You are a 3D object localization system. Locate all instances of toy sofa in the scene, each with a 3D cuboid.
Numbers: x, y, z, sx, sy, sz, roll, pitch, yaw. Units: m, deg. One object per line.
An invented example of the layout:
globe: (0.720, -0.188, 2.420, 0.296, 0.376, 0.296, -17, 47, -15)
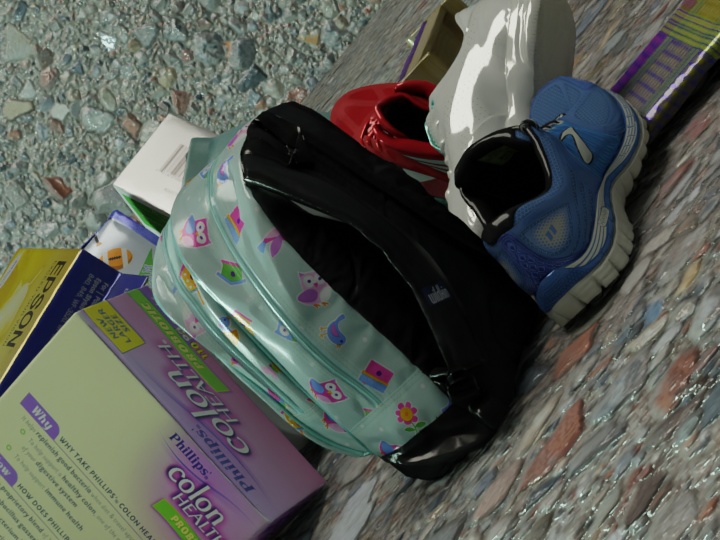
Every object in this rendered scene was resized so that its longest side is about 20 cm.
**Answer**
toy sofa: (0.068, -0.158, 1.766, 0.098, 0.083, 0.200, -45, 10, 23)

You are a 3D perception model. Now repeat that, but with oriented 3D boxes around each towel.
towel: (0.195, -0.127, 1.216, 0.200, 0.023, 0.144, -50, 10, 7)

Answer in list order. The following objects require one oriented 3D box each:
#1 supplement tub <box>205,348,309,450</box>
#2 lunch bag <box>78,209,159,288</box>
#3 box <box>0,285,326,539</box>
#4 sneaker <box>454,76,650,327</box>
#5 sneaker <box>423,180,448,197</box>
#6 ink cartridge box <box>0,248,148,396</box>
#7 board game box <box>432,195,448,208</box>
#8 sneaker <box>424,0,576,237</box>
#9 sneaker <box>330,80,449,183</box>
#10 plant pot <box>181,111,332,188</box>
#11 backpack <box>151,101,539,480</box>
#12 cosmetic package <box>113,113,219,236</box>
supplement tub: (-0.135, 0.132, 1.404, 0.200, 0.140, 0.140, -47, 9, 21)
lunch bag: (-0.172, 0.075, 1.624, 0.170, 0.200, 0.124, -51, 9, -13)
box: (-0.157, 0.145, 1.286, 0.200, 0.176, 0.097, -47, -9, 23)
sneaker: (0.103, -0.059, 1.115, 0.079, 0.089, 0.200, -44, 18, 28)
sneaker: (0.063, -0.078, 1.450, 0.074, 0.087, 0.200, -57, 11, -31)
ink cartridge box: (-0.254, 0.075, 1.483, 0.198, 0.047, 0.200, -60, 22, -15)
board game box: (0.000, 0.000, 1.315, 0.200, 0.135, 0.028, -36, 50, 54)
sneaker: (0.073, -0.075, 1.236, 0.088, 0.075, 0.201, -2, 65, 35)
sneaker: (0.031, -0.105, 1.358, 0.200, 0.115, 0.079, 17, 79, 44)
plant pot: (-0.074, -0.031, 1.521, 0.200, 0.134, 0.201, -169, 90, -85)
backpack: (-0.011, 0.010, 1.094, 0.127, 0.200, 0.167, -46, 11, 25)
cosmetic package: (-0.108, -0.030, 1.700, 0.107, 0.200, 0.085, 25, 69, 35)
